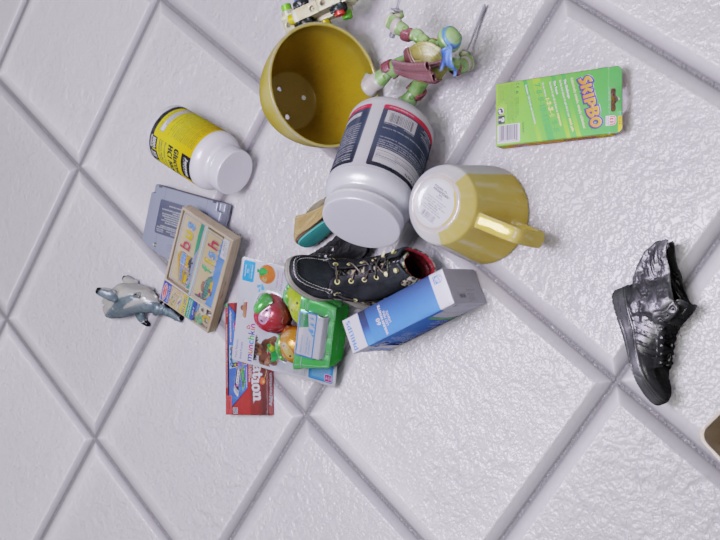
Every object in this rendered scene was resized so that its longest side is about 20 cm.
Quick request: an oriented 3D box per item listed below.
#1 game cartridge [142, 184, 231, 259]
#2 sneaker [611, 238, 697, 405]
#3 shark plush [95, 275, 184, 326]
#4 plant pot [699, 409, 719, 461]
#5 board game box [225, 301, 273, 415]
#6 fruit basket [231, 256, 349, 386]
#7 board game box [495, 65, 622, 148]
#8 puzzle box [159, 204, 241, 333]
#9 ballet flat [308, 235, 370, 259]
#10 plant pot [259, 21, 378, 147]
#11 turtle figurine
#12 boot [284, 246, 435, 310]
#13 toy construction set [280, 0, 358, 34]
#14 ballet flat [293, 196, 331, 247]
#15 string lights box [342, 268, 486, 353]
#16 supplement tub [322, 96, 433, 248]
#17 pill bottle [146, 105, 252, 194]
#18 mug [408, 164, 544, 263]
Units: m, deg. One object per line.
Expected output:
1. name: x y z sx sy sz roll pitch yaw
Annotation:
1. game cartridge: -0.332 -0.081 1.872 0.199 0.041 0.135 17 101 36
2. sneaker: 0.402 0.069 1.311 0.104 0.060 0.202 -28 67 36
3. shark plush: -0.424 0.069 1.933 0.198 0.091 0.084 6 111 16
4. plant pot: 0.548 0.188 1.123 0.200 0.176 0.201 49 114 28
5. board game box: -0.200 0.157 1.768 0.102 0.019 0.202 -5 84 34
6. fruit basket: -0.123 0.087 1.644 0.198 0.094 0.187 12 105 14
7. board game box: 0.290 -0.236 1.436 0.198 0.030 0.097 -2 86 39
8. puzzle box: -0.297 -0.003 1.808 0.132 0.025 0.202 31 118 25
9. ballet flat: -0.052 -0.016 1.663 0.199 0.057 0.067 -31 112 32
10. plant pot: -0.090 -0.294 1.634 0.142 0.198 0.203 -4 84 60
11. turtle figurine: 0.098 -0.341 1.531 0.194 0.143 0.202 -39 54 44
12. boot: 0.001 -0.001 1.509 0.153 0.202 0.074 -25 58 43
13. toy construction set: -0.052 -0.439 1.646 0.199 0.131 0.093 -34 82 24
14. ballet flat: -0.040 -0.107 1.645 0.199 0.068 0.064 -28 57 30
15. string lights box: 0.082 0.065 1.518 0.199 0.102 0.060 -28 73 31
16. supplement tub: 0.026 -0.151 1.508 0.139 0.140 0.202 -7 52 35
17. pill bottle: -0.293 -0.218 1.805 0.199 0.112 0.113 32 105 33
18. mug: 0.162 -0.094 1.440 0.185 0.153 0.151 -12 79 34
